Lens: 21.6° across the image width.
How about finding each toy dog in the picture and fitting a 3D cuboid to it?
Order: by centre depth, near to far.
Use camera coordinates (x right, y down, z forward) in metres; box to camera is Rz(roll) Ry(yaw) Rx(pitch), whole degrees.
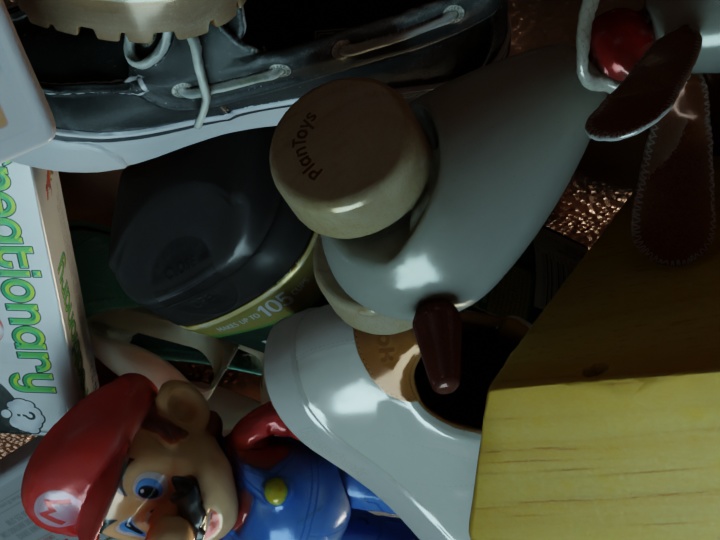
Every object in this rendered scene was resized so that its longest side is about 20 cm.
[{"bbox_3d":[0.065,-0.031,0.601,0.199,0.097,0.132,-37,149,20],"label":"toy dog"}]

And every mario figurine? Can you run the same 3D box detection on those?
[{"bbox_3d":[-0.043,0.109,0.786,0.198,0.125,0.106,12,171,-19],"label":"mario figurine"}]

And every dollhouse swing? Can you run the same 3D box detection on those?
[{"bbox_3d":[0.142,0.072,0.681,0.180,0.200,0.177,-6,110,27],"label":"dollhouse swing"}]

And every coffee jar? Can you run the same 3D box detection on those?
[{"bbox_3d":[0.000,0.000,0.769,0.199,0.086,0.104,25,146,-34],"label":"coffee jar"}]

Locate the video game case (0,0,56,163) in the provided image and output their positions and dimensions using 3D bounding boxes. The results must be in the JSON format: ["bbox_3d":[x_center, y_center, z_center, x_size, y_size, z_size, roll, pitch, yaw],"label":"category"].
[{"bbox_3d":[-0.200,-0.088,0.496,0.181,0.023,0.201,-24,116,-7],"label":"video game case"}]

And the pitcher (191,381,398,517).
[{"bbox_3d":[-0.081,0.108,0.945,0.198,0.122,0.171,-2,158,28],"label":"pitcher"}]

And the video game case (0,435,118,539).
[{"bbox_3d":[-0.116,0.158,0.921,0.182,0.023,0.199,44,135,-16],"label":"video game case"}]

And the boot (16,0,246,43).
[{"bbox_3d":[-0.131,-0.136,0.556,0.198,0.075,0.108,6,135,9],"label":"boot"}]

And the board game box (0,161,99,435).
[{"bbox_3d":[-0.181,-0.013,0.763,0.125,0.035,0.201,2,134,6],"label":"board game box"}]

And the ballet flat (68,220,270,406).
[{"bbox_3d":[-0.055,0.033,0.862,0.198,0.071,0.067,12,150,-15],"label":"ballet flat"}]

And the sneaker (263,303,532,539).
[{"bbox_3d":[0.056,0.069,0.730,0.084,0.073,0.200,-22,140,32],"label":"sneaker"}]

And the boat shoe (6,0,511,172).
[{"bbox_3d":[-0.049,-0.081,0.631,0.197,0.074,0.068,0,150,5],"label":"boat shoe"}]
